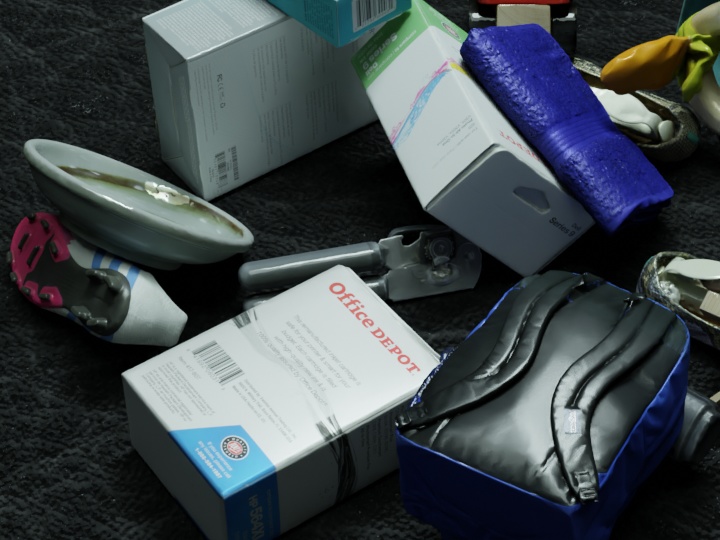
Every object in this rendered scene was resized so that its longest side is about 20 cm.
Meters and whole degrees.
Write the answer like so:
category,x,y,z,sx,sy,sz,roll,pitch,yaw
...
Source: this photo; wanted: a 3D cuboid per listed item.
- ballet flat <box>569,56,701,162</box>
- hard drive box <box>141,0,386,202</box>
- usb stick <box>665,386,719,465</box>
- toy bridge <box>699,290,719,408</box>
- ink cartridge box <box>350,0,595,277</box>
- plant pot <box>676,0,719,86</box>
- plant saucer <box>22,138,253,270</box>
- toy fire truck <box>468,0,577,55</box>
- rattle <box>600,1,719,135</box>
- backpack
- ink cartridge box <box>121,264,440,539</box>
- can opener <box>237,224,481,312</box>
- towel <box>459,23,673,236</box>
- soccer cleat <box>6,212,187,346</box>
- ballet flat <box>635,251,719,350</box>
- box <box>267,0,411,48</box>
category,x,y,z,sx,sy,sz,roll,pitch,yaw
ballet flat,0.196,-0.147,1.745,0.199,0.075,0.068,21,89,20
hard drive box,-0.076,-0.173,1.732,0.200,0.156,0.077,-26,48,-24
usb stick,0.183,0.083,1.520,0.200,0.033,0.056,31,88,39
toy bridge,0.288,0.037,1.518,0.067,0.027,0.200,25,83,26
ink cartridge box,0.092,-0.109,1.656,0.087,0.145,0.200,-43,44,17
plant pot,0.403,-0.222,1.777,0.199,0.142,0.142,-4,44,-11
plant saucer,-0.185,-0.044,1.633,0.200,0.050,0.200,23,8,-4
toy fire truck,0.159,-0.299,1.792,0.128,0.201,0.176,0,15,4
rattle,0.310,-0.116,1.649,0.143,0.130,0.200,-30,92,-52
backpack,0.133,0.108,1.421,0.162,0.168,0.200,23,56,21
ink cartridge box,-0.053,0.102,1.499,0.200,0.084,0.146,-26,49,-23
can opener,0.000,0.000,1.639,0.199,0.054,0.067,-9,12,-6
towel,0.171,-0.119,1.639,0.200,0.050,0.148,51,19,8
soccer cleat,-0.212,0.014,1.621,0.086,0.070,0.200,22,7,-40
ballet flat,0.303,0.036,1.563,0.200,0.072,0.072,23,50,24
box,-0.052,-0.261,1.676,0.082,0.049,0.200,-32,50,-27
